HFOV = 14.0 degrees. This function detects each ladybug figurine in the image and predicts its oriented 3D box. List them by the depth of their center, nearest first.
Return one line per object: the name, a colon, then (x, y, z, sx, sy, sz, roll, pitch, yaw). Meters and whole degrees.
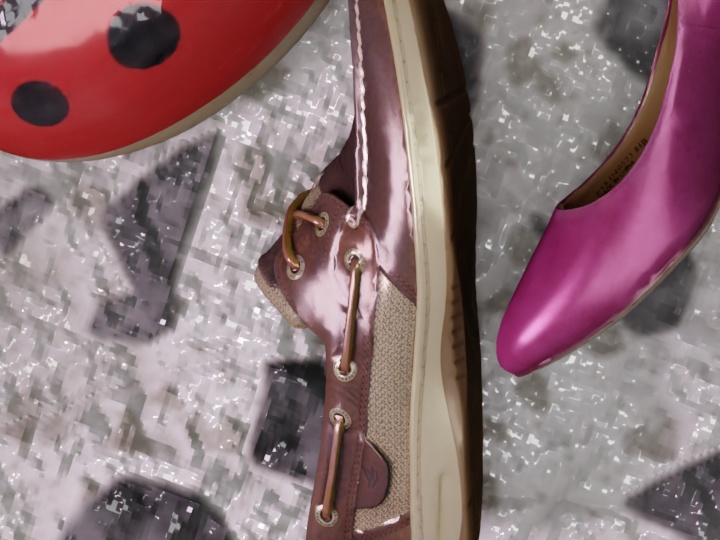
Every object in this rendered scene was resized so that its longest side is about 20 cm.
ladybug figurine: (-0.074, -0.114, 0.925, 0.136, 0.072, 0.200, 40, 105, 0)

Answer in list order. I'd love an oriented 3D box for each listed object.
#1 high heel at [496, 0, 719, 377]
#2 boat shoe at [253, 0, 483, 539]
high heel: (0.084, -0.066, 0.909, 0.096, 0.067, 0.200, 38, 90, -10)
boat shoe: (0.000, 0.000, 0.938, 0.071, 0.072, 0.201, -1, 107, 9)
